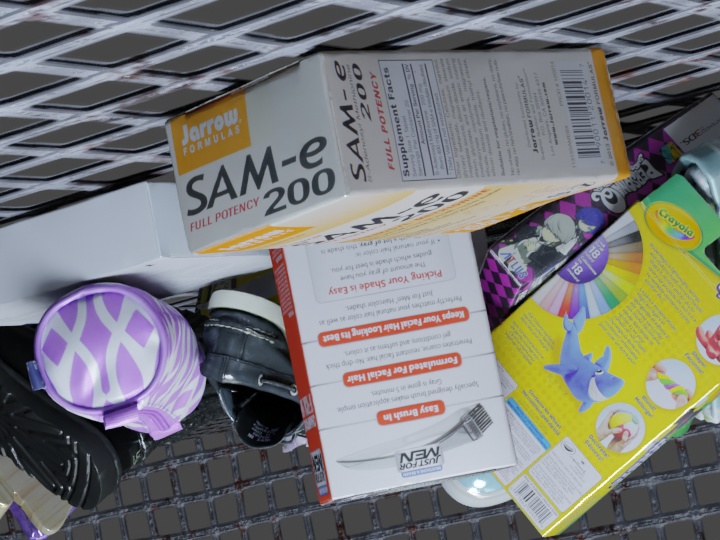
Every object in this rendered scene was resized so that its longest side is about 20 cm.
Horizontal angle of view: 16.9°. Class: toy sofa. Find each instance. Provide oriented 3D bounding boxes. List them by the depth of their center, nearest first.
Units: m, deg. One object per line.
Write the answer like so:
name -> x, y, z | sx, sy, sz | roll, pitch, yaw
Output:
toy sofa -> -0.209, 0.122, 1.688 | 0.200, 0.098, 0.083 | -40, 175, -45

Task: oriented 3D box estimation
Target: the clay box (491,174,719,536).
clay box -> 0.150, 0.049, 1.425 | 0.200, 0.115, 0.048 | -42, 165, 10

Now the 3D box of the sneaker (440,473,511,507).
sneaker -> 0.123, 0.060, 1.491 | 0.200, 0.074, 0.082 | -45, 165, -18

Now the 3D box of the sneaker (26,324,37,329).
sneaker -> -0.240, 0.041, 1.760 | 0.083, 0.071, 0.200 | -34, 177, -18

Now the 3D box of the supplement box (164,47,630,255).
supplement box -> 0.021, -0.060, 1.215 | 0.200, 0.074, 0.126 | -5, 171, -41

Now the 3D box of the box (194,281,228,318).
box -> -0.022, 0.027, 1.722 | 0.200, 0.038, 0.137 | -13, -145, 14

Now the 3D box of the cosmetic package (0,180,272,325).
cosmetic package -> -0.153, -0.009, 1.471 | 0.200, 0.052, 0.151 | -15, 175, 33

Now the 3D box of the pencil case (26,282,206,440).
pencil case -> -0.140, 0.056, 1.462 | 0.084, 0.086, 0.200 | -26, 174, 3

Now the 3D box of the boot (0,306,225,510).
boot -> -0.195, 0.056, 1.623 | 0.158, 0.211, 0.079 | -40, 163, -40

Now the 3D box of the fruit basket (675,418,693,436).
fruit basket -> 0.229, 0.057, 1.790 | 0.094, 0.185, 0.200 | 29, 166, 8

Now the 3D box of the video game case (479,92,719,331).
video game case -> 0.141, -0.012, 1.521 | 0.181, 0.036, 0.200 | -35, 165, -20

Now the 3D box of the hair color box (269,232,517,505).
hair color box -> 0.013, 0.026, 1.392 | 0.111, 0.200, 0.064 | -10, 173, -10

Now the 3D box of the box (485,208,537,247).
box -> 0.171, -0.051, 1.701 | 0.200, 0.044, 0.160 | -12, 174, 6

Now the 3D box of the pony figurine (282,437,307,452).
pony figurine -> 0.030, 0.065, 1.934 | 0.193, 0.167, 0.200 | -25, -144, -33

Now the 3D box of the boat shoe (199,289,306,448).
boat shoe -> -0.061, 0.080, 1.556 | 0.074, 0.066, 0.199 | 12, 159, 12

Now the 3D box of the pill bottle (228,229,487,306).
pill bottle -> 0.000, 0.000, 1.552 | 0.109, 0.109, 0.200 | -8, 173, -28

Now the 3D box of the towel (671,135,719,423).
towel -> 0.265, -0.017, 1.498 | 0.171, 0.200, 0.048 | -27, -138, -29
